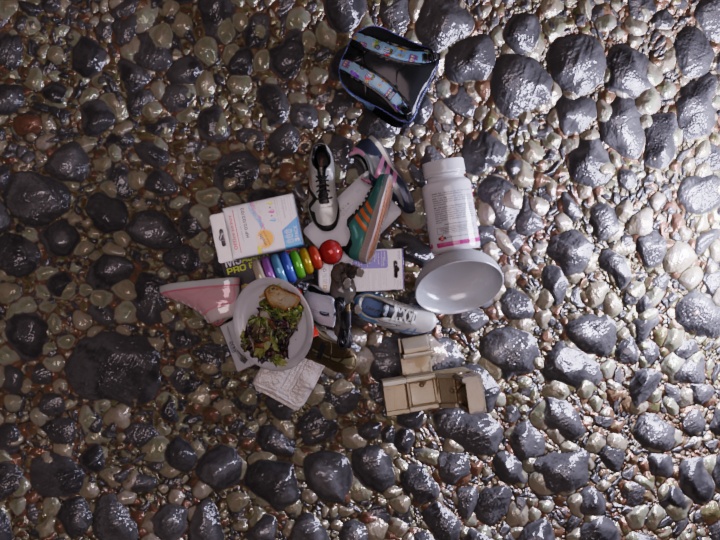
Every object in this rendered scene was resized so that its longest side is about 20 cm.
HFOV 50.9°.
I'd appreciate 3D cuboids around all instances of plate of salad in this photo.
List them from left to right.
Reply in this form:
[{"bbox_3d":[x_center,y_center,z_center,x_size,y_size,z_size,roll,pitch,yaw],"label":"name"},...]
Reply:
[{"bbox_3d":[-0.190,0.116,1.595,0.197,0.048,0.203,4,99,23],"label":"plate of salad"}]

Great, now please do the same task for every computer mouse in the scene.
[{"bbox_3d":[-0.081,0.090,1.650,0.043,0.199,0.111,-14,112,-28],"label":"computer mouse"}]

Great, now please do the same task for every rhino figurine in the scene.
[{"bbox_3d":[-0.039,0.076,1.676,0.059,0.087,0.203,-4,110,-28],"label":"rhino figurine"}]

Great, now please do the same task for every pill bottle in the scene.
[{"bbox_3d":[0.198,-0.144,1.689,0.112,0.113,0.203,-9,91,-1],"label":"pill bottle"}]

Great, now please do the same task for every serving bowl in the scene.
[{"bbox_3d":[0.213,0.014,1.672,0.197,0.201,0.066,-7,53,-1],"label":"serving bowl"}]

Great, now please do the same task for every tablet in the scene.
[{"bbox_3d":[-0.018,-0.111,1.715,0.200,0.014,0.130,-44,83,-7],"label":"tablet"}]

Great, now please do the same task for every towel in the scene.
[{"bbox_3d":[-0.149,0.206,1.723,0.131,0.034,0.202,27,90,-2],"label":"towel"}]

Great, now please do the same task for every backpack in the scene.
[{"bbox_3d":[0.054,-0.431,1.673,0.198,0.135,0.185,25,90,-2],"label":"backpack"}]

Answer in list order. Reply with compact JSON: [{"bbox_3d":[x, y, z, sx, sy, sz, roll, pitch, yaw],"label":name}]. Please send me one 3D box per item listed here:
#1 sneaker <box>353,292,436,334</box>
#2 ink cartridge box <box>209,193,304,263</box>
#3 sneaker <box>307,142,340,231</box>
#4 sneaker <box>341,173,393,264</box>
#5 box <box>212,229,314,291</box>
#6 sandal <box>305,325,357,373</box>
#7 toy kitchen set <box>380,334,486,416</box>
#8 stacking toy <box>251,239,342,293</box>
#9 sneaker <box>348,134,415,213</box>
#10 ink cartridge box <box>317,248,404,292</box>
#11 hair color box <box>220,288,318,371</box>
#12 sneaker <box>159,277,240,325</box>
[{"bbox_3d":[0.077,0.100,1.709,0.197,0.072,0.073,14,88,-3],"label":"sneaker"},{"bbox_3d":[-0.231,-0.090,1.658,0.197,0.068,0.117,-13,90,0],"label":"ink cartridge box"},{"bbox_3d":[-0.088,-0.188,1.685,0.073,0.080,0.203,-7,81,-1],"label":"sneaker"},{"bbox_3d":[0.011,-0.121,1.661,0.079,0.071,0.203,20,95,18],"label":"sneaker"},{"bbox_3d":[-0.218,-0.033,1.715,0.197,0.044,0.163,-15,91,-1],"label":"box"},{"bbox_3d":[-0.089,0.164,1.679,0.198,0.054,0.081,28,101,17],"label":"sandal"},{"bbox_3d":[0.149,0.230,1.656,0.197,0.180,0.166,-8,89,-5],"label":"toy kitchen set"},{"bbox_3d":[-0.134,-0.018,1.657,0.198,0.085,0.086,-22,91,-4],"label":"stacking toy"},{"bbox_3d":[0.047,-0.203,1.706,0.081,0.070,0.201,-31,83,-11],"label":"sneaker"},{"bbox_3d":[0.000,0.000,1.725,0.197,0.037,0.096,-2,90,1],"label":"ink cartridge box"},{"bbox_3d":[-0.201,0.132,1.665,0.198,0.064,0.112,-25,84,24],"label":"hair color box"},{"bbox_3d":[-0.356,0.072,1.679,0.197,0.075,0.106,-4,92,18],"label":"sneaker"}]
